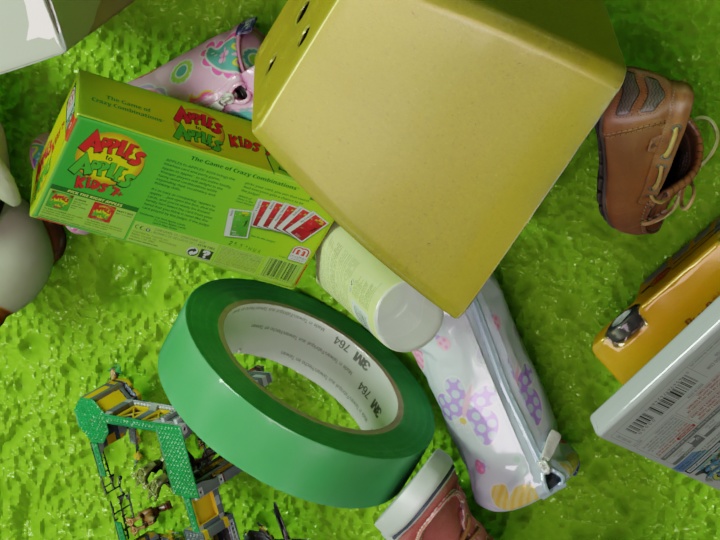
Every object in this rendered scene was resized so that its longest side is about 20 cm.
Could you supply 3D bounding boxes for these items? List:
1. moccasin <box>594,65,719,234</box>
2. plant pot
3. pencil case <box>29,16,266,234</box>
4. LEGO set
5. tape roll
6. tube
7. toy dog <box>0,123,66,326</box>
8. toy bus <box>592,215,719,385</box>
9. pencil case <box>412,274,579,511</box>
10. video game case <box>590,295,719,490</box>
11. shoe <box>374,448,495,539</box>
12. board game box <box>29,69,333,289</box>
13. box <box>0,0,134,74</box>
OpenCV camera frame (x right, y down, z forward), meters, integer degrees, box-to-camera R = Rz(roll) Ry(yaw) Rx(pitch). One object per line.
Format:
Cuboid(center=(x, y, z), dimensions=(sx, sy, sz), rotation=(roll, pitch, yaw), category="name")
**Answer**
Cuboid(center=(0.197, -0.076, 1.443), dimensions=(0.077, 0.074, 0.202), rotation=(6, 155, 10), category="moccasin")
Cuboid(center=(0.036, -0.128, 1.425), dimensions=(0.175, 0.200, 0.201), rotation=(28, 114, -15), category="plant pot")
Cuboid(center=(-0.139, -0.101, 1.560), dimensions=(0.199, 0.087, 0.088), rotation=(-25, 102, 21), category="pencil case")
Cuboid(center=(-0.118, 0.154, 1.652), dimensions=(0.153, 0.115, 0.202), rotation=(-7, 106, 47), category="LEGO set")
Cuboid(center=(-0.045, 0.084, 1.539), dimensions=(0.199, 0.201, 0.048), rotation=(31, 114, 1), category="tape roll")
Cuboid(center=(0.000, 0.000, 1.517), dimensions=(0.052, 0.200, 0.058), rotation=(35, 92, -26), category="tube")
Cuboid(center=(-0.289, -0.055, 1.579), dimensions=(0.192, 0.140, 0.201), rotation=(11, 144, 29), category="toy dog")
Cuboid(center=(0.253, 0.005, 1.508), dimensions=(0.065, 0.078, 0.200), rotation=(45, 113, -6), category="toy bus")
Cuboid(center=(0.085, 0.073, 1.564), dimensions=(0.083, 0.091, 0.201), rotation=(-25, 101, -3), category="pencil case")
Cuboid(center=(0.285, 0.072, 1.498), dimensions=(0.181, 0.022, 0.200), rotation=(25, 120, -36), category="video game case")
Cuboid(center=(0.065, 0.190, 1.559), dimensions=(0.091, 0.200, 0.072), rotation=(41, 80, 9), category="shoe")
Cuboid(center=(-0.118, -0.061, 1.511), dimensions=(0.198, 0.048, 0.102), rotation=(16, 131, -20), category="board game box")
Cuboid(center=(-0.220, -0.195, 1.482), dimensions=(0.094, 0.200, 0.078), rotation=(-14, 106, 17), category="box")
